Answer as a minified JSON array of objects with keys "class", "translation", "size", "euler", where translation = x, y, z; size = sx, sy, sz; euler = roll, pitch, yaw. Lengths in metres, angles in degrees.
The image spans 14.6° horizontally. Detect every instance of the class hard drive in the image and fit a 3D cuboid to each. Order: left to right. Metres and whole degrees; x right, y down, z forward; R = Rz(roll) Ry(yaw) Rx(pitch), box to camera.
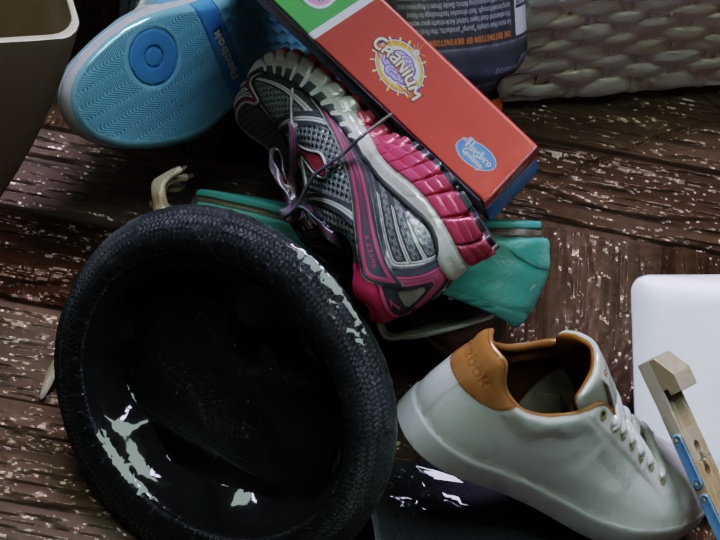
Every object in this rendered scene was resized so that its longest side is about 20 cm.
[{"class":"hard drive","translation":[0.078,0.183,1.420],"size":[0.134,0.042,0.201],"euler":[-3,48,-16]}]

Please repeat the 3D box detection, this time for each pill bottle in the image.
[{"class":"pill bottle","translation":[0.042,-0.171,1.608],"size":[0.106,0.201,0.106],"euler":[-3,12,1]}]

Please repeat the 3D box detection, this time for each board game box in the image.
[{"class":"board game box","translation":[0.009,-0.112,1.482],"size":[0.200,0.153,0.040],"euler":[44,91,4]}]

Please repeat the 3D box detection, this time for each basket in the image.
[{"class":"basket","translation":[0.159,-0.188,1.708],"size":[0.199,0.136,0.124],"euler":[-5,54,-17]}]

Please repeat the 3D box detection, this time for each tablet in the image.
[{"class":"tablet","translation":[0.247,0.065,1.523],"size":[0.199,0.014,0.131],"euler":[0,78,0]}]

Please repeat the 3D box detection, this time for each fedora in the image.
[{"class":"fedora","translation":[-0.057,0.059,1.446],"size":[0.200,0.201,0.091],"euler":[36,19,18]}]

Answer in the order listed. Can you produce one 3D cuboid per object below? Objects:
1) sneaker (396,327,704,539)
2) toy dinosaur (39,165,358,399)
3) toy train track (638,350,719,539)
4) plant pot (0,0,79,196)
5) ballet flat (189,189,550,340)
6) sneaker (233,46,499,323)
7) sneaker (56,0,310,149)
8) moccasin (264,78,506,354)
[{"class":"sneaker","translation":[0.119,0.082,1.424],"size":[0.199,0.085,0.073],"euler":[19,35,-37]},{"class":"toy dinosaur","translation":[-0.093,0.000,1.532],"size":[0.199,0.058,0.101],"euler":[-13,55,-23]},{"class":"toy train track","translation":[0.200,0.132,1.436],"size":[0.115,0.032,0.201],"euler":[-18,82,-62]},{"class":"plant pot","translation":[-0.274,-0.126,1.519],"size":[0.199,0.178,0.200],"euler":[-6,50,-17]},{"class":"ballet flat","translation":[0.000,0.000,1.492],"size":[0.199,0.067,0.071],"euler":[6,90,11]},{"class":"sneaker","translation":[-0.015,-0.048,1.432],"size":[0.075,0.081,0.200],"euler":[-40,41,-7]},{"class":"sneaker","translation":[-0.117,-0.128,1.611],"size":[0.200,0.080,0.130],"euler":[-29,24,-35]},{"class":"moccasin","translation":[0.013,-0.032,1.578],"size":[0.074,0.078,0.201],"euler":[-42,70,-12]}]
